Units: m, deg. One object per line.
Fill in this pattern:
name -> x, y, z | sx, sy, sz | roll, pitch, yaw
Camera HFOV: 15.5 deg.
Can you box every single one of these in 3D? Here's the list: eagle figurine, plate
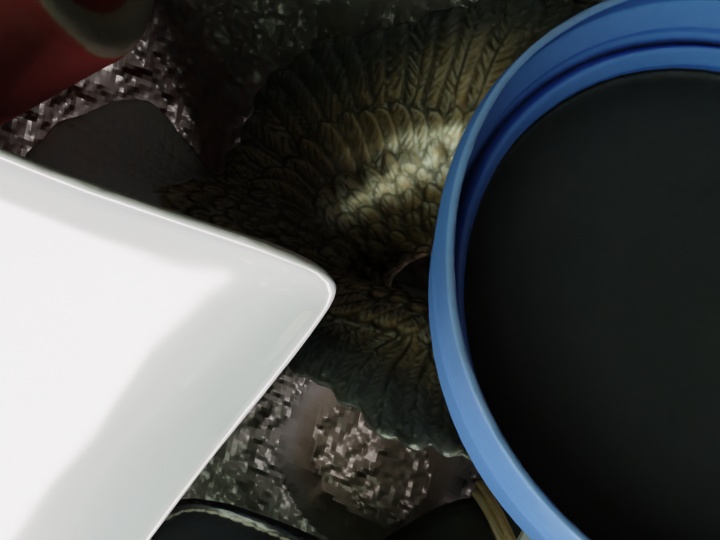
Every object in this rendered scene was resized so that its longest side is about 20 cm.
eagle figurine -> 0.005, 0.000, 0.852 | 0.199, 0.151, 0.152 | -13, 95, 39
plate -> -0.139, 0.029, 0.746 | 0.199, 0.032, 0.200 | 21, 125, -25

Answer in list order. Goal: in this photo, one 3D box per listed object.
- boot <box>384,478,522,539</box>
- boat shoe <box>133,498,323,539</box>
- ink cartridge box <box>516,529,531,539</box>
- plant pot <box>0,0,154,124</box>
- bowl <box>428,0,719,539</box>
boot -> 0.024, 0.173, 0.898 | 0.138, 0.077, 0.201 | -20, 110, -5
boat shoe -> 0.013, 0.119, 0.776 | 0.200, 0.073, 0.063 | 33, 144, 17
ink cartridge box -> 0.135, 0.137, 0.774 | 0.200, 0.099, 0.039 | 44, 116, 45
plant pot -> -0.174, -0.114, 0.853 | 0.177, 0.200, 0.201 | -16, 104, 18
bowl -> 0.113, 0.013, 0.776 | 0.201, 0.201, 0.039 | 45, 154, 1
